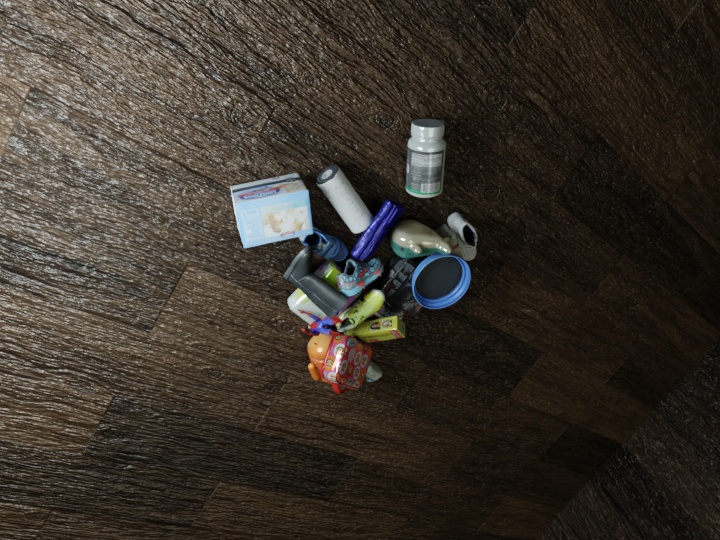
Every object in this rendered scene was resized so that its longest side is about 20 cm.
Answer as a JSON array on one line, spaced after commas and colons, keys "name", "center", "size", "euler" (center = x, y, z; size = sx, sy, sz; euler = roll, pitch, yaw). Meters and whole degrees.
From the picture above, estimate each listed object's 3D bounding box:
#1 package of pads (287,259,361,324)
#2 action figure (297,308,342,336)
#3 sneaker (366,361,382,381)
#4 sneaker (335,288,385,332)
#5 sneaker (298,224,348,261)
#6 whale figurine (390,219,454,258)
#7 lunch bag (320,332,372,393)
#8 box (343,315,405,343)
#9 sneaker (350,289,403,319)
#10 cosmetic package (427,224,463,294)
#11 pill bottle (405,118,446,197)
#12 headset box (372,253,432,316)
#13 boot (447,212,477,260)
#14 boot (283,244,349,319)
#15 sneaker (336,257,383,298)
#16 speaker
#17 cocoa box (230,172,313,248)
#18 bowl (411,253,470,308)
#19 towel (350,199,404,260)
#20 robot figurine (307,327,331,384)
[{"name": "package of pads", "center": [-0.115, 0.080, 1.646], "size": [0.200, 0.068, 0.154], "euler": [-44, 125, 6]}, {"name": "action figure", "center": [-0.135, 0.158, 1.548], "size": [0.097, 0.199, 0.066], "euler": [21, 76, -20]}, {"name": "sneaker", "center": [0.005, 0.327, 1.838], "size": [0.072, 0.072, 0.201], "euler": [-31, 122, 9]}, {"name": "sneaker", "center": [0.001, 0.134, 1.643], "size": [0.075, 0.077, 0.199], "euler": [43, 116, -12]}, {"name": "sneaker", "center": [-0.113, -0.076, 1.549], "size": [0.198, 0.082, 0.074], "euler": [30, 103, -33]}, {"name": "whale figurine", "center": [0.187, -0.081, 1.613], "size": [0.196, 0.160, 0.105], "euler": [15, 125, 7]}, {"name": "lunch bag", "center": [-0.044, 0.305, 1.664], "size": [0.200, 0.081, 0.179], "euler": [42, 62, -57]}, {"name": "box", "center": [0.045, 0.201, 1.725], "size": [0.196, 0.051, 0.075], "euler": [-13, 146, 23]}, {"name": "sneaker", "center": [0.065, 0.117, 1.732], "size": [0.197, 0.081, 0.076], "euler": [20, 108, -29]}, {"name": "cosmetic package", "center": [0.284, -0.035, 1.727], "size": [0.102, 0.088, 0.202], "euler": [-30, 125, 0]}, {"name": "pill bottle", "center": [0.190, -0.324, 1.507], "size": [0.111, 0.113, 0.204], "euler": [-9, 121, -16]}, {"name": "headset box", "center": [0.160, 0.047, 1.732], "size": [0.199, 0.077, 0.149], "euler": [32, 104, -34]}, {"name": "boot", "center": [0.349, -0.093, 1.714], "size": [0.073, 0.096, 0.201], "euler": [-34, 125, 0]}, {"name": "boot", "center": [-0.115, 0.036, 1.516], "size": [0.200, 0.066, 0.165], "euler": [43, 141, 1]}, {"name": "sneaker", "center": [0.000, 0.000, 1.604], "size": [0.200, 0.078, 0.097], "euler": [-41, 112, -44]}, {"name": "speaker", "center": [-0.043, -0.203, 1.504], "size": [0.081, 0.081, 0.201], "euler": [-37, 125, 3]}, {"name": "cocoa box", "center": [-0.240, -0.164, 1.417], "size": [0.196, 0.132, 0.136], "euler": [-13, 123, -14]}, {"name": "bowl", "center": [0.257, 0.031, 1.681], "size": [0.196, 0.040, 0.204], "euler": [-8, 124, -12]}, {"name": "towel", "center": [0.059, -0.117, 1.567], "size": [0.201, 0.049, 0.147], "euler": [-55, 166, 15]}, {"name": "robot figurine", "center": [-0.111, 0.288, 1.741], "size": [0.141, 0.117, 0.203], "euler": [-18, 125, -7]}]
